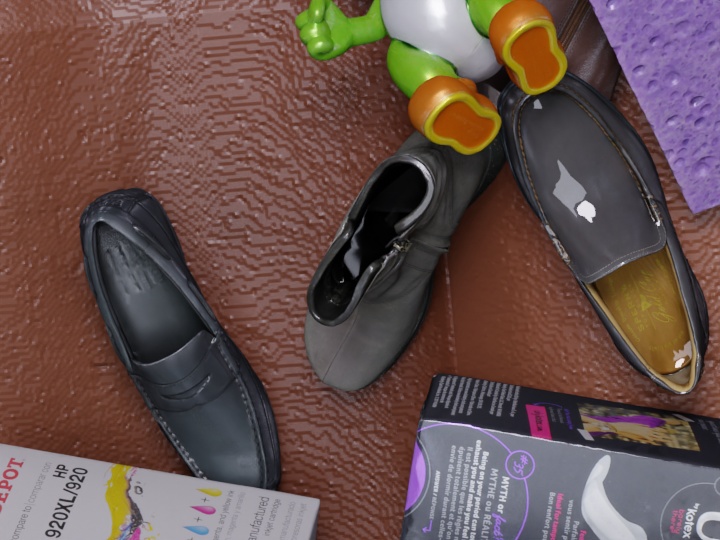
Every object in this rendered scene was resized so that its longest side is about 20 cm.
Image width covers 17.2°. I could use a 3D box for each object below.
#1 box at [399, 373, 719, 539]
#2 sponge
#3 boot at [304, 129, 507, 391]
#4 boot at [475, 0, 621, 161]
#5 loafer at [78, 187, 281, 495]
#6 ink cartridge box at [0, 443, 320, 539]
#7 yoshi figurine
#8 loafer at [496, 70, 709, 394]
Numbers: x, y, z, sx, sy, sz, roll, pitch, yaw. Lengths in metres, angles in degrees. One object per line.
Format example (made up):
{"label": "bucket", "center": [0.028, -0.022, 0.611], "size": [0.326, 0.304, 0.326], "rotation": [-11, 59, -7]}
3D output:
{"label": "box", "center": [0.125, 0.140, 1.329], "size": [0.199, 0.106, 0.123], "rotation": [10, 103, 5]}
{"label": "sponge", "center": [0.190, -0.125, 1.249], "size": [0.111, 0.030, 0.200], "rotation": [-24, 129, 10]}
{"label": "boot", "center": [0.000, 0.000, 1.286], "size": [0.068, 0.131, 0.200], "rotation": [34, 121, 10]}
{"label": "boot", "center": [0.156, -0.135, 1.290], "size": [0.186, 0.064, 0.201], "rotation": [24, 108, 1]}
{"label": "loafer", "center": [-0.106, 0.049, 1.358], "size": [0.068, 0.070, 0.201], "rotation": [-24, 99, 13]}
{"label": "ink cartridge box", "center": [-0.137, 0.208, 1.342], "size": [0.199, 0.147, 0.145], "rotation": [9, 122, 4]}
{"label": "yoshi figurine", "center": [0.020, -0.162, 1.234], "size": [0.112, 0.200, 0.112], "rotation": [-11, 138, -25]}
{"label": "loafer", "center": [0.138, -0.021, 1.283], "size": [0.073, 0.072, 0.200], "rotation": [-31, 114, 9]}
